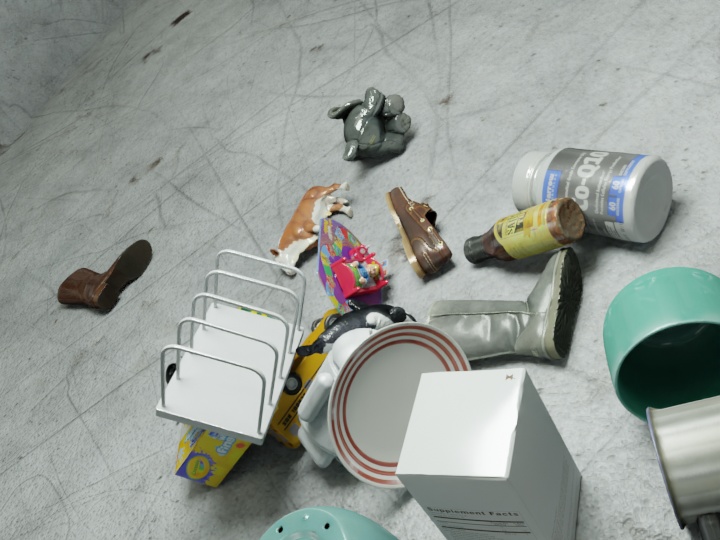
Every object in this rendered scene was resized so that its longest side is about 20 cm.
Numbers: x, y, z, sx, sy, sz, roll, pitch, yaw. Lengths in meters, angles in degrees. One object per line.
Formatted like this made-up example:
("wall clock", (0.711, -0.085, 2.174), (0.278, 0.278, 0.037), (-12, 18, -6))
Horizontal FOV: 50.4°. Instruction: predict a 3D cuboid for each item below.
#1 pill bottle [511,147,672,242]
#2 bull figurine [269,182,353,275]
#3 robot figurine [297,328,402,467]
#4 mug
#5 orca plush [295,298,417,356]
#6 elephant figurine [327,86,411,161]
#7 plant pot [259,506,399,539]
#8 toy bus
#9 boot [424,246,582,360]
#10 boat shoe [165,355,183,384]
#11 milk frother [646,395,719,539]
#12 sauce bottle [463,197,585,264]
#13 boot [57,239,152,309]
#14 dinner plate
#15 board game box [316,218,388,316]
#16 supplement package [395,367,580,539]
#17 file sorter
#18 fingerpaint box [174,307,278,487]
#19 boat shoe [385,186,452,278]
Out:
("pill bottle", (0.317, -0.110, 1.068), (0.198, 0.114, 0.114), (16, 59, 46))
("bull figurine", (-0.087, -0.083, 1.395), (0.119, 0.065, 0.202), (-5, 49, 29))
("robot figurine", (-0.006, 0.159, 0.987), (0.113, 0.168, 0.202), (43, 115, 32))
("mug", (0.350, 0.082, 0.825), (0.152, 0.184, 0.115), (-42, 24, 30))
("orca plush", (-0.007, 0.078, 1.069), (0.197, 0.106, 0.071), (-17, 52, -30))
("elephant figurine", (0.005, -0.288, 1.516), (0.199, 0.153, 0.144), (26, 110, 61))
("plant pot", (-0.030, 0.346, 0.804), (0.198, 0.162, 0.203), (-20, 39, 18))
("toy bus", (-0.069, 0.150, 1.106), (0.201, 0.078, 0.065), (-53, 13, -23))
("boot", (0.190, 0.051, 1.042), (0.198, 0.073, 0.183), (-9, 42, 41))
("boat shoe", (-0.238, 0.151, 1.062), (0.075, 0.065, 0.200), (-63, 22, 15))
("milk frother", (0.359, 0.163, 0.671), (0.185, 0.201, 0.183), (-19, 43, 20))
("sauce bottle", (0.222, -0.048, 1.077), (0.199, 0.066, 0.067), (-21, 33, 53))
("boot", (-0.566, 0.004, 1.682), (0.198, 0.065, 0.187), (2, 48, 45))
("dinner plate", (0.049, 0.161, 0.920), (0.200, 0.201, 0.024), (-44, 24, -13))
("board game box", (0.000, 0.000, 1.154), (0.039, 0.158, 0.202), (-30, 35, 24))
("supplement package", (0.138, 0.209, 0.788), (0.118, 0.201, 0.122), (-7, 44, 31))
("file sorter", (-0.155, 0.086, 0.967), (0.136, 0.126, 0.201), (15, 39, 3))
("fingerpaint box", (-0.189, 0.183, 1.108), (0.201, 0.072, 0.168), (-53, 26, 31))
("boat shoe", (0.095, -0.072, 1.237), (0.070, 0.070, 0.202), (-33, 45, 13))
